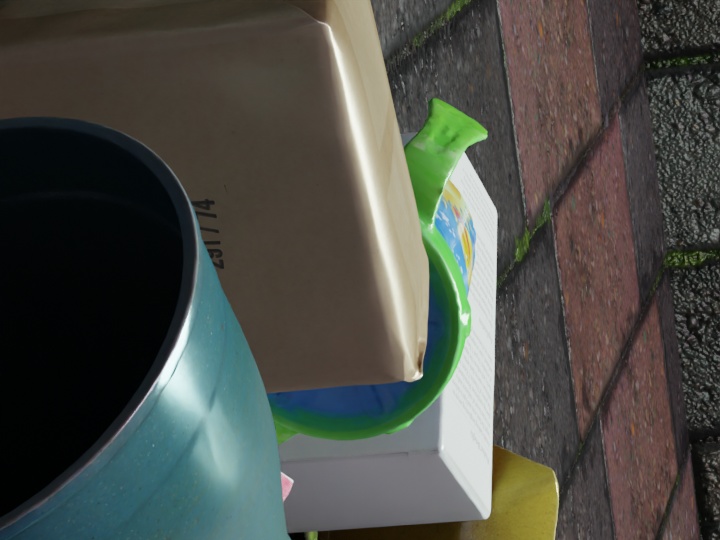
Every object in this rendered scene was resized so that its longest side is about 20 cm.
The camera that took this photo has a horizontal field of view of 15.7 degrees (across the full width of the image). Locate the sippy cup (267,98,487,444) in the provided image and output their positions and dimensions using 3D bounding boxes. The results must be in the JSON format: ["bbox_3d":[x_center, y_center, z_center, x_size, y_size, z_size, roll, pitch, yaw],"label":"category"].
[{"bbox_3d":[0.000,0.000,1.326,0.140,0.178,0.130,66,22,-13],"label":"sippy cup"}]

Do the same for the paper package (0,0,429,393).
[{"bbox_3d":[-0.078,-0.045,1.167,0.104,0.190,0.200,-83,164,-54],"label":"paper package"}]

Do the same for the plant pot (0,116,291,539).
[{"bbox_3d":[-0.113,0.081,0.935,0.188,0.200,0.200,60,28,-42],"label":"plant pot"}]

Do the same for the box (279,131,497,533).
[{"bbox_3d":[-0.008,0.037,1.481,0.106,0.152,0.200,55,33,-59],"label":"box"}]

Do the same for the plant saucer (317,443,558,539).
[{"bbox_3d":[0.029,0.191,1.550,0.048,0.200,0.200,-1,102,-34],"label":"plant saucer"}]

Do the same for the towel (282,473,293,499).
[{"bbox_3d":[-0.094,0.170,1.281,0.146,0.030,0.200,47,59,-65],"label":"towel"}]
